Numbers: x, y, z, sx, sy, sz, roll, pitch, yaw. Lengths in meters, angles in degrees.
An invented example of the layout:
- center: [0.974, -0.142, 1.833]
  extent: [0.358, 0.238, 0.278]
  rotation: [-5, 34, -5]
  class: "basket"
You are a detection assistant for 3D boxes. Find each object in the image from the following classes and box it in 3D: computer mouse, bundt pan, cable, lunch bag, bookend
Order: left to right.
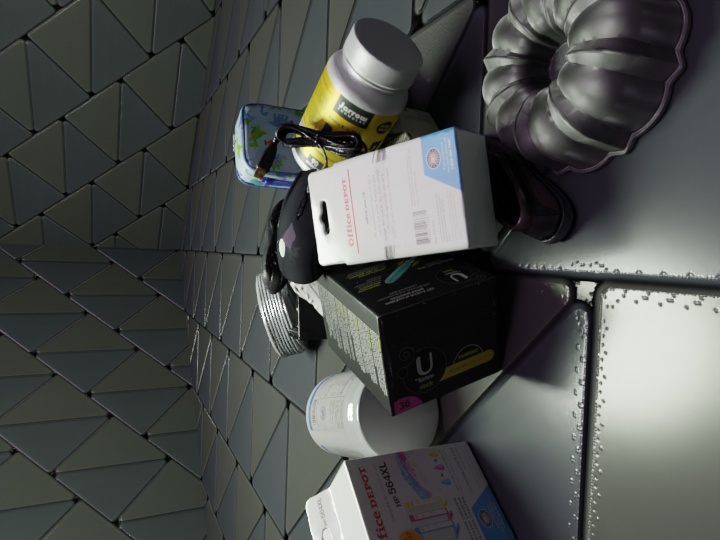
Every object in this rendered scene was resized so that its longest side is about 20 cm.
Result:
- center: [-0.175, 0.090, 1.137]
  extent: [0.200, 0.069, 0.201]
  rotation: [79, 173, -71]
  class: "cable"
- center: [-0.150, -0.238, 1.033]
  extent: [0.082, 0.199, 0.162]
  rotation: [-37, 57, 59]
  class: "lunch bag"
- center: [-0.086, -0.092, 0.644]
  extent: [0.140, 0.046, 0.201]
  rotation: [19, 90, 19]
  class: "computer mouse"
- center: [-0.083, 0.023, 0.960]
  extent: [0.199, 0.091, 0.202]
  rotation: [165, 104, -76]
  class: "bookend"
- center: [0.187, -0.194, 0.486]
  extent: [0.202, 0.075, 0.203]
  rotation: [-179, 90, -65]
  class: "bundt pan"

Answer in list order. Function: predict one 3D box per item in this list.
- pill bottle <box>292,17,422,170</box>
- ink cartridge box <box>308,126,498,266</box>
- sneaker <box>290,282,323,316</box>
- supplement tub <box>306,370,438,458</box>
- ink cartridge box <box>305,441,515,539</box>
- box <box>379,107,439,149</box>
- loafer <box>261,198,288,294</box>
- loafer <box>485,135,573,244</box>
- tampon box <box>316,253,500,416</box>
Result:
- center: [-0.008, -0.217, 0.687]
  extent: [0.200, 0.114, 0.115]
  rotation: [-52, 44, 48]
  class: "pill bottle"
- center: [0.040, -0.071, 0.567]
  extent: [0.199, 0.066, 0.117]
  rotation: [-6, 92, 40]
  class: "ink cartridge box"
- center: [-0.054, 0.043, 0.833]
  extent: [0.075, 0.099, 0.201]
  rotation: [95, 159, -80]
  class: "sneaker"
- center: [0.010, 0.211, 0.766]
  extent: [0.200, 0.131, 0.133]
  rotation: [-28, 64, 60]
  class: "supplement tub"
- center: [0.047, 0.301, 0.606]
  extent: [0.129, 0.199, 0.126]
  rotation: [64, 143, 42]
  class: "ink cartridge box"
- center: [0.084, -0.130, 0.699]
  extent: [0.082, 0.068, 0.201]
  rotation: [-62, 36, 40]
  class: "box"
- center: [-0.151, -0.049, 0.975]
  extent: [0.071, 0.068, 0.202]
  rotation: [117, 162, -54]
  class: "loafer"
- center: [0.148, -0.100, 0.571]
  extent: [0.200, 0.063, 0.072]
  rotation: [58, 139, 48]
  class: "loafer"
- center: [0.051, 0.055, 0.639]
  extent: [0.200, 0.149, 0.127]
  rotation: [-145, 42, -60]
  class: "tampon box"
